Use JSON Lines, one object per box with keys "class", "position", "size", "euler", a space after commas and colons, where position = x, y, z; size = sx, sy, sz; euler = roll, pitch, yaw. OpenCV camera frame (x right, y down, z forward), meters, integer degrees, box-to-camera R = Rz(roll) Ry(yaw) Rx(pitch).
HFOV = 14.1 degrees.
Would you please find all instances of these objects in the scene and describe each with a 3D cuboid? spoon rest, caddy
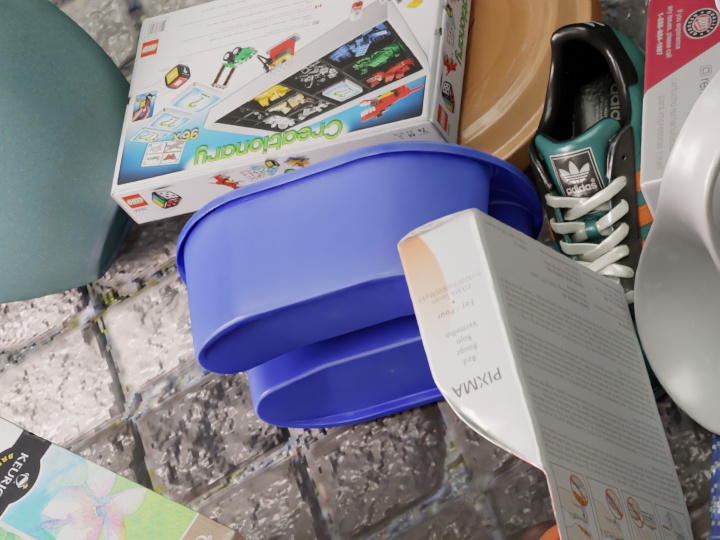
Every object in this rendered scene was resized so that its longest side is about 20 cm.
{"class": "spoon rest", "position": [0.167, -0.008, 1.368], "size": [0.061, 0.200, 0.099], "euler": [-19, 40, -31]}
{"class": "caddy", "position": [0.000, 0.000, 1.518], "size": [0.200, 0.141, 0.105], "euler": [-17, 56, 21]}

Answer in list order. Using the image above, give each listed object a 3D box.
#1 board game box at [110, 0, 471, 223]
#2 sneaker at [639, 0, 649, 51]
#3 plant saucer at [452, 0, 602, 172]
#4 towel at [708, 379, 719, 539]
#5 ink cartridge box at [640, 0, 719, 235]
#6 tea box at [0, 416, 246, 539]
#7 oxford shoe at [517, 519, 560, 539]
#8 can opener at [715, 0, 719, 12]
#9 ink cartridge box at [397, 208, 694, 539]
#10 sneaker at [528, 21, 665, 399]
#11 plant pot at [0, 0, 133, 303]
{"class": "board game box", "position": [-0.037, -0.103, 1.596], "size": [0.200, 0.035, 0.126], "euler": [-11, 52, 26]}
{"class": "sneaker", "position": [0.200, -0.180, 1.583], "size": [0.085, 0.074, 0.200], "euler": [2, 62, 62]}
{"class": "plant saucer", "position": [0.037, -0.117, 1.606], "size": [0.200, 0.032, 0.200], "euler": [-16, 52, 21]}
{"class": "towel", "position": [0.243, 0.044, 1.420], "size": [0.145, 0.024, 0.200], "euler": [-8, 56, 25]}
{"class": "ink cartridge box", "position": [0.245, -0.083, 1.440], "size": [0.200, 0.086, 0.148], "euler": [-13, 42, 20]}
{"class": "tea box", "position": [-0.113, 0.192, 1.407], "size": [0.197, 0.200, 0.134], "euler": [19, 69, 40]}
{"class": "oxford shoe", "position": [0.066, 0.212, 1.387], "size": [0.200, 0.071, 0.073], "euler": [-62, 22, -15]}
{"class": "can opener", "position": [0.265, -0.156, 1.399], "size": [0.200, 0.053, 0.067], "euler": [-10, 40, 19]}
{"class": "ink cartridge box", "position": [0.095, 0.084, 1.357], "size": [0.050, 0.162, 0.200], "euler": [-22, 66, 25]}
{"class": "sneaker", "position": [0.120, -0.032, 1.484], "size": [0.071, 0.080, 0.200], "euler": [-13, 69, 27]}
{"class": "plant pot", "position": [-0.196, -0.061, 1.671], "size": [0.135, 0.200, 0.200], "euler": [22, 67, 2]}
